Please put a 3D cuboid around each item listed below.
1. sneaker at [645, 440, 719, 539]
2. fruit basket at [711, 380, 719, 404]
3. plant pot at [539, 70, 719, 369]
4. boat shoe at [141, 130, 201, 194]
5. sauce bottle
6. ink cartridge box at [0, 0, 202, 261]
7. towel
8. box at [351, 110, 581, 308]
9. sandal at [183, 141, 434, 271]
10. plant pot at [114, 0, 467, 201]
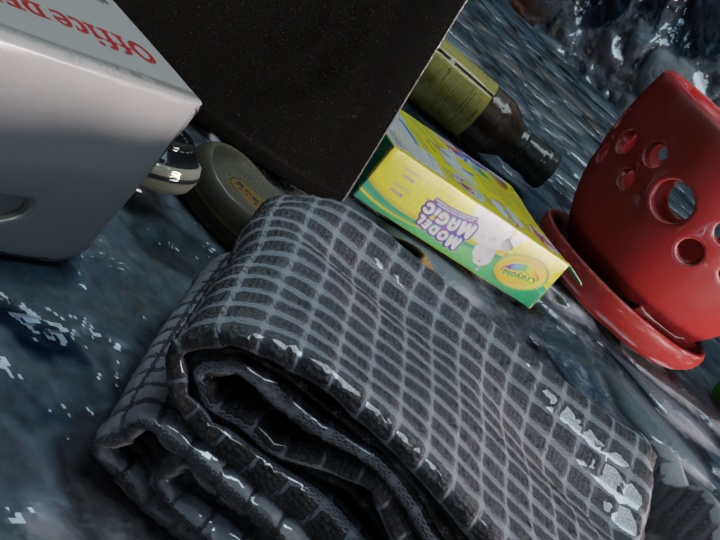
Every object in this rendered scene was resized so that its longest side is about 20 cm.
[{"bbox_3d":[0.169,0.151,0.649,0.112,0.078,0.200,40,16,-5],"label":"sneaker"},{"bbox_3d":[0.413,0.140,1.182,0.216,0.156,0.216,33,0,0],"label":"fruit basket"},{"bbox_3d":[0.261,-0.032,1.166,0.200,0.183,0.200,39,15,-12],"label":"plant pot"},{"bbox_3d":[-0.142,-0.111,0.632,0.200,0.062,0.075,44,14,2],"label":"boat shoe"},{"bbox_3d":[0.100,-0.152,1.327,0.200,0.065,0.065,41,15,-11],"label":"sauce bottle"},{"bbox_3d":[-0.171,-0.104,0.501,0.200,0.085,0.146,50,18,22],"label":"ink cartridge box"},{"bbox_3d":[0.020,0.068,0.499,0.200,0.086,0.166,40,16,-8],"label":"towel"},{"bbox_3d":[0.063,-0.050,0.993,0.200,0.048,0.117,29,20,-32],"label":"box"},{"bbox_3d":[0.000,0.000,0.687,0.200,0.055,0.082,44,16,8],"label":"sandal"},{"bbox_3d":[-0.063,-0.191,0.823,0.177,0.200,0.200,21,24,-28],"label":"plant pot"}]
